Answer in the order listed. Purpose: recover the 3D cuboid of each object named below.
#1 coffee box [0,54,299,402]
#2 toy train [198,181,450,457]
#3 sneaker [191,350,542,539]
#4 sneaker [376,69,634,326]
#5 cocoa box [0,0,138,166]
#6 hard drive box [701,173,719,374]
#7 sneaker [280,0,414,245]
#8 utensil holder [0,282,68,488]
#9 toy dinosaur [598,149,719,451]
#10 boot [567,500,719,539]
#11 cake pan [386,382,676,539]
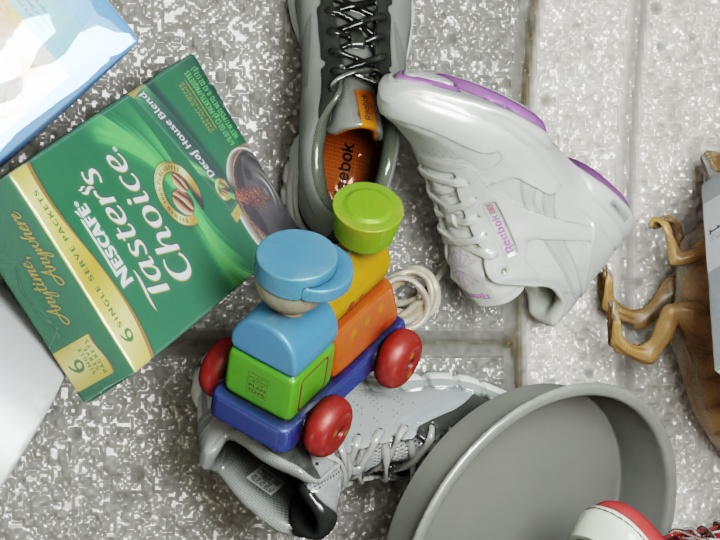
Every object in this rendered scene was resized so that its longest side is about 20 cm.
[{"bbox_3d":[-0.116,-0.026,1.407,0.123,0.044,0.200,59,33,-5],"label":"coffee box"},{"bbox_3d":[0.000,0.000,1.428,0.084,0.116,0.200,28,43,20],"label":"toy train"},{"bbox_3d":[0.003,0.109,1.451,0.198,0.116,0.075,10,126,-6],"label":"sneaker"},{"bbox_3d":[0.073,-0.037,1.471,0.200,0.075,0.100,36,83,-38],"label":"sneaker"},{"bbox_3d":[-0.234,-0.148,1.400,0.133,0.131,0.200,-42,97,-12],"label":"cocoa box"},{"bbox_3d":[0.280,0.042,1.478,0.077,0.156,0.200,-32,121,28],"label":"hard drive box"},{"bbox_3d":[-0.002,-0.111,1.484,0.073,0.079,0.202,3,86,-12],"label":"sneaker"},{"bbox_3d":[-0.270,0.044,1.367,0.199,0.170,0.171,34,80,-13],"label":"utensil holder"},{"bbox_3d":[0.191,0.033,1.530,0.105,0.060,0.202,1,97,-4],"label":"toy dinosaur"},{"bbox_3d":[0.196,0.150,1.490,0.145,0.072,0.200,-50,139,-12],"label":"boot"},{"bbox_3d":[0.090,0.148,1.469,0.199,0.037,0.202,-19,122,-32],"label":"cake pan"}]
